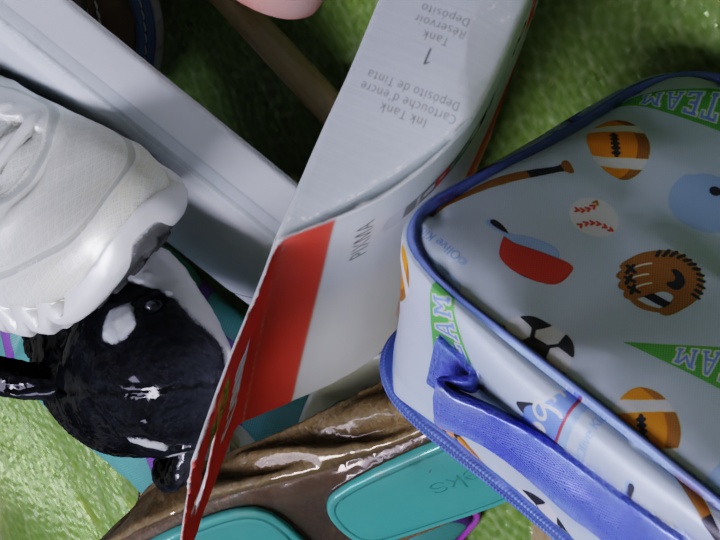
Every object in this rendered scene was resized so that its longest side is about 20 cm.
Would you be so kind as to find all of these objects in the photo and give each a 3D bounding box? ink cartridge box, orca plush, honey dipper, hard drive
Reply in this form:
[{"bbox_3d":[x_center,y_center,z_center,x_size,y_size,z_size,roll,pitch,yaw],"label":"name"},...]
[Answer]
[{"bbox_3d":[0.000,0.000,0.854,0.050,0.201,0.162,19,158,1],"label":"ink cartridge box"},{"bbox_3d":[-0.105,0.016,0.971,0.200,0.071,0.106,-127,34,-56],"label":"orca plush"},{"bbox_3d":[-0.036,-0.085,1.005,0.200,0.038,0.038,48,145,19],"label":"honey dipper"},{"bbox_3d":[-0.075,-0.042,0.988,0.200,0.027,0.132,39,168,-24],"label":"hard drive"}]

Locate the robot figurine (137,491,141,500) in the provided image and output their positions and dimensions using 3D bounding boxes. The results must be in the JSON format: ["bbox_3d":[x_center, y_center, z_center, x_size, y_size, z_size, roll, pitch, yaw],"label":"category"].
[{"bbox_3d":[-0.048,0.176,1.162,0.201,0.058,0.145,61,167,11],"label":"robot figurine"}]

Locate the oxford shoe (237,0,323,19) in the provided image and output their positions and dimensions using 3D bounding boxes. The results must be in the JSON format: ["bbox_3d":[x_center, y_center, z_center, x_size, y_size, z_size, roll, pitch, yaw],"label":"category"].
[{"bbox_3d":[-0.063,-0.180,0.954,0.200,0.071,0.074,48,123,11],"label":"oxford shoe"}]

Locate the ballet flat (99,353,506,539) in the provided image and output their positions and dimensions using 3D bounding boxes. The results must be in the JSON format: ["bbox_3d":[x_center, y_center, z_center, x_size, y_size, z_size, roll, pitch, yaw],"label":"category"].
[{"bbox_3d":[-0.020,0.072,0.989,0.068,0.199,0.073,50,-159,-37],"label":"ballet flat"}]

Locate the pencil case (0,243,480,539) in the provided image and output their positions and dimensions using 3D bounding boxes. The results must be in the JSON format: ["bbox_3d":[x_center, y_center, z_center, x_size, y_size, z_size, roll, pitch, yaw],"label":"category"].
[{"bbox_3d":[-0.050,0.064,1.091,0.200,0.085,0.092,40,-177,28],"label":"pencil case"}]

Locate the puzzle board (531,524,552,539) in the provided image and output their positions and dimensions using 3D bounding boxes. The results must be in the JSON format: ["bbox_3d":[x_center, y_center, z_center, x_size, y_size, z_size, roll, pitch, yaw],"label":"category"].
[{"bbox_3d":[0.096,0.121,0.909,0.200,0.017,0.151,-117,30,-56],"label":"puzzle board"}]

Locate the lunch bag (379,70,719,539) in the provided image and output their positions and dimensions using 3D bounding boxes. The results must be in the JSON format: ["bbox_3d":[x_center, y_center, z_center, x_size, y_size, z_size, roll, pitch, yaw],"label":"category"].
[{"bbox_3d":[0.105,0.032,0.802,0.200,0.160,0.076,37,140,27],"label":"lunch bag"}]

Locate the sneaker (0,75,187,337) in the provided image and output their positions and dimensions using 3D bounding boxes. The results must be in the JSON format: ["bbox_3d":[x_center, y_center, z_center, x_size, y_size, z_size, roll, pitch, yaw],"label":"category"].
[{"bbox_3d":[-0.129,-0.035,0.937,0.200,0.075,0.081,18,152,54],"label":"sneaker"}]

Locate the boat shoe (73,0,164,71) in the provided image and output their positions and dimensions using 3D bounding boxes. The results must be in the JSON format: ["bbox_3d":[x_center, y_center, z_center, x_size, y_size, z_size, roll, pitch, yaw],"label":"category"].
[{"bbox_3d":[-0.134,-0.071,1.090,0.072,0.072,0.200,53,151,9],"label":"boat shoe"}]
